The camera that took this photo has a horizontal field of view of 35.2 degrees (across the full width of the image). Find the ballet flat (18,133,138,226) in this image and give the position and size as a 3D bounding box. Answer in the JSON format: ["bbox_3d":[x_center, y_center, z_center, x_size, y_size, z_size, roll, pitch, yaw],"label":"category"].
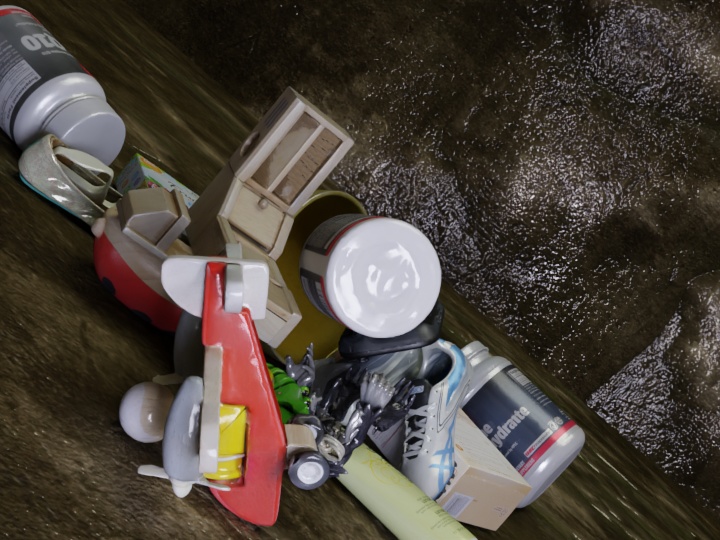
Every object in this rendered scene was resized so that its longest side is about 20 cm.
[{"bbox_3d":[-0.266,-0.071,1.200,0.200,0.062,0.068,35,25,-27],"label":"ballet flat"}]

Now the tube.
[{"bbox_3d":[0.024,0.213,1.094,0.200,0.052,0.058,38,-22,29],"label":"tube"}]

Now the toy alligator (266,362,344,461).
[{"bbox_3d":[-0.071,0.110,0.975,0.200,0.054,0.060,19,-48,40],"label":"toy alligator"}]

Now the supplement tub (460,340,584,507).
[{"bbox_3d":[0.190,0.207,1.539,0.200,0.140,0.140,43,9,18],"label":"supplement tub"}]

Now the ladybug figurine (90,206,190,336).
[{"bbox_3d":[-0.185,0.012,1.108,0.200,0.072,0.136,37,10,-30],"label":"ladybug figurine"}]

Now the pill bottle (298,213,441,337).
[{"bbox_3d":[0.000,0.000,1.119,0.111,0.111,0.200,38,-5,-14],"label":"pill bottle"}]

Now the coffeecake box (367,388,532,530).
[{"bbox_3d":[0.085,0.200,1.335,0.153,0.073,0.200,28,15,-50],"label":"coffeecake box"}]

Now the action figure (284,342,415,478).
[{"bbox_3d":[-0.029,0.126,1.065,0.119,0.102,0.200,23,14,22],"label":"action figure"}]

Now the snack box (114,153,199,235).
[{"bbox_3d":[-0.205,-0.051,1.414,0.200,0.053,0.142,36,8,-29],"label":"snack box"}]

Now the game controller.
[{"bbox_3d":[0.037,0.061,1.226,0.104,0.042,0.200,-1,9,7],"label":"game controller"}]

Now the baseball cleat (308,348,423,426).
[{"bbox_3d":[0.008,0.105,1.261,0.106,0.070,0.200,12,23,27],"label":"baseball cleat"}]

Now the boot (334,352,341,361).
[{"bbox_3d":[-0.025,0.070,1.494,0.155,0.077,0.200,34,13,-30],"label":"boot"}]

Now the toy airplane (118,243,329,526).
[{"bbox_3d":[-0.114,0.081,0.838,0.200,0.141,0.200,73,0,-66],"label":"toy airplane"}]

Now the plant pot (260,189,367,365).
[{"bbox_3d":[-0.098,-0.004,1.283,0.142,0.201,0.200,15,-7,33],"label":"plant pot"}]

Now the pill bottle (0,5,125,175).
[{"bbox_3d":[-0.358,-0.196,1.272,0.200,0.114,0.114,44,9,23],"label":"pill bottle"}]

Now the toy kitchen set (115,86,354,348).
[{"bbox_3d":[-0.106,-0.075,1.050,0.163,0.181,0.200,36,11,-28],"label":"toy kitchen set"}]

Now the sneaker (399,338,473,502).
[{"bbox_3d":[0.069,0.163,1.206,0.072,0.072,0.201,38,50,-29],"label":"sneaker"}]
